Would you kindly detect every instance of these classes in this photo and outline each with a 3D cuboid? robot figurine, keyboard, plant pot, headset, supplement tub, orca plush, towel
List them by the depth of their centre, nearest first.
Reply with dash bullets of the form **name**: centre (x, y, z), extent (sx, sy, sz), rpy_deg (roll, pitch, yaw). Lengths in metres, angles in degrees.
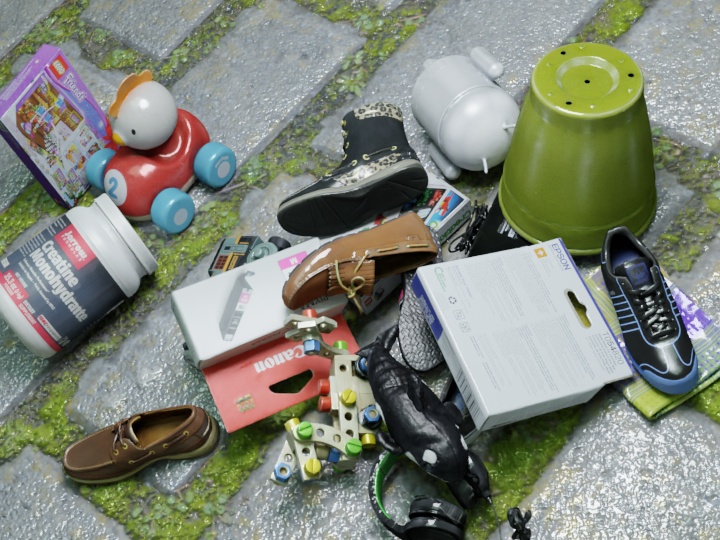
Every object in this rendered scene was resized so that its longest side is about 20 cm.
- **headset**: centre (0.095, 0.242, 1.203), extent (0.199, 0.094, 0.124), rpy_deg (23, 66, 31)
- **orca plush**: centre (0.063, 0.130, 1.212), extent (0.104, 0.072, 0.201), rpy_deg (-2, 45, -16)
- **towel**: centre (0.325, 0.067, 1.295), extent (0.143, 0.023, 0.201), rpy_deg (-32, 53, -6)
- **plant pot**: centre (0.264, -0.158, 1.341), extent (0.197, 0.194, 0.202), rpy_deg (-4, 50, 4)
- **keyboard**: centre (0.180, -0.048, 1.412), extent (0.103, 0.040, 0.201), rpy_deg (20, 53, 14)
- **robot figurine**: centre (0.139, -0.207, 1.474), extent (0.112, 0.171, 0.200), rpy_deg (3, 32, -28)
- **supplement tub**: centre (-0.384, 0.006, 1.489), extent (0.199, 0.141, 0.140), rpy_deg (-38, 54, -10)

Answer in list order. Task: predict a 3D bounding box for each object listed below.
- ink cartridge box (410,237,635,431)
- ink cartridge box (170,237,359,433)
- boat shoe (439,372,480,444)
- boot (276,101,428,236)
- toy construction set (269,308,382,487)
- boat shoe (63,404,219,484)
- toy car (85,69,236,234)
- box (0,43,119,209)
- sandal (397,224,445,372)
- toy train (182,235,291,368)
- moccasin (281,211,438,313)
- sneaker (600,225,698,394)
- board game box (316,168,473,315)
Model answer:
- **ink cartridge box**: centre (0.182, 0.068, 1.270), extent (0.198, 0.041, 0.201), rpy_deg (-11, 59, -22)
- **ink cartridge box**: centre (-0.105, 0.075, 1.341), extent (0.198, 0.044, 0.175), rpy_deg (-21, 73, -20)
- **boat shoe**: centre (0.142, 0.105, 1.299), extent (0.069, 0.066, 0.201), rpy_deg (21, 66, 29)
- **boot**: centre (-0.018, -0.134, 1.477), extent (0.201, 0.074, 0.155), rpy_deg (-19, 46, 7)
- **toy construction set**: centre (-0.041, 0.148, 1.292), extent (0.129, 0.092, 0.203), rpy_deg (3, 77, -15)
- **boat shoe**: centre (-0.275, 0.203, 1.363), extent (0.198, 0.068, 0.073), rpy_deg (-16, 53, 7)
- **toy car**: centre (-0.306, -0.187, 1.559), extent (0.183, 0.201, 0.177), rpy_deg (29, 69, 32)
- **box**: centre (-0.436, -0.204, 1.611), extent (0.039, 0.201, 0.138), rpy_deg (19, 63, 31)
- **sandal**: centre (0.078, 0.037, 1.375), extent (0.074, 0.045, 0.202), rpy_deg (2, 58, -6)
- **toy train**: centre (-0.156, 0.043, 1.434), extent (0.113, 0.085, 0.202), rpy_deg (2, 59, 34)
- **moccasin**: centre (0.000, 0.001, 1.334), extent (0.199, 0.074, 0.078), rpy_deg (-20, 63, -24)
- **sneaker**: centre (0.318, 0.041, 1.253), extent (0.069, 0.078, 0.201), rpy_deg (-22, 53, 2)
- **board game box**: centre (0.034, -0.049, 1.459), extent (0.200, 0.035, 0.126), rpy_deg (-42, 54, -13)
